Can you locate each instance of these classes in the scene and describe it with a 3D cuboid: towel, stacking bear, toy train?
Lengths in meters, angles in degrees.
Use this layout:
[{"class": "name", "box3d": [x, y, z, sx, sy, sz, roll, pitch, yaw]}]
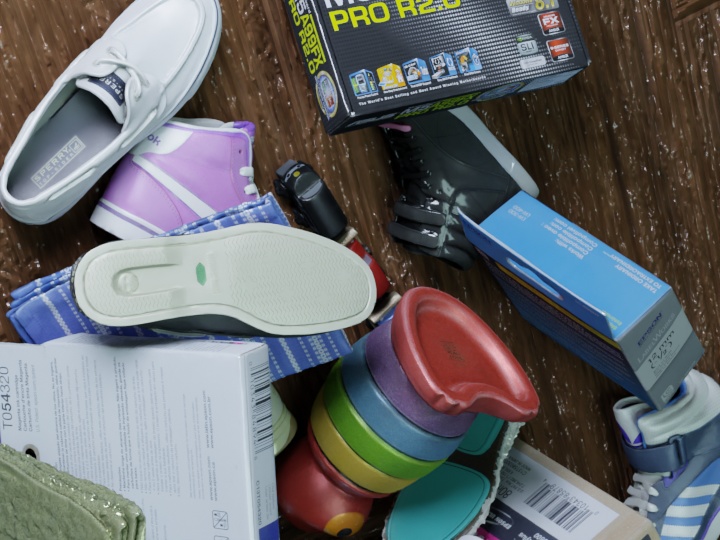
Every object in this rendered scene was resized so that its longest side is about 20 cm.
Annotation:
[{"class": "towel", "box3d": [-0.215, 0.192, 1.280, 0.036, 0.199, 0.150, -11, 113, -53]}, {"class": "stacking bear", "box3d": [0.011, 0.117, 1.413, 0.121, 0.114, 0.200, 10, 132, -46]}, {"class": "toy train", "box3d": [0.000, 0.000, 1.429, 0.034, 0.046, 0.200, -41, 122, -12]}, {"class": "towel", "box3d": [-0.122, 0.039, 1.326, 0.199, 0.024, 0.145, -21, 124, 9]}]

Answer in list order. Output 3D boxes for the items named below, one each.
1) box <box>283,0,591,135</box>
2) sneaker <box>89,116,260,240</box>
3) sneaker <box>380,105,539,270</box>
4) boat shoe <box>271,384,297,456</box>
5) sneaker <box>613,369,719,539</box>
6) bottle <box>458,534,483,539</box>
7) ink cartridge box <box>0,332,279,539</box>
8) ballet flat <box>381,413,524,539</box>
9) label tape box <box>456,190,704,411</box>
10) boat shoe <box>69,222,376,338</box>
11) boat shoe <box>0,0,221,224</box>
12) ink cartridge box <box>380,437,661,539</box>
[{"class": "box", "box3d": [0.046, -0.192, 1.353, 0.199, 0.044, 0.161, -14, 82, -26]}, {"class": "sneaker", "box3d": [-0.077, -0.037, 1.358, 0.200, 0.073, 0.115, 31, 86, -34]}, {"class": "sneaker", "box3d": [0.044, -0.071, 1.416, 0.200, 0.071, 0.100, 41, 79, -37]}, {"class": "boat shoe", "box3d": [-0.134, 0.147, 1.385, 0.200, 0.073, 0.063, -39, 113, -17]}, {"class": "sneaker", "box3d": [0.235, 0.173, 1.612, 0.146, 0.081, 0.200, 42, 87, -23]}, {"class": "bottle", "box3d": [0.029, 0.266, 1.351, 0.083, 0.065, 0.200, 40, 58, 7]}, {"class": "ink cartridge box", "box3d": [-0.146, 0.142, 1.290, 0.043, 0.199, 0.198, -20, 110, -59]}, {"class": "ballet flat", "box3d": [0.079, 0.157, 1.482, 0.072, 0.071, 0.200, 57, 49, -31]}, {"class": "label tape box", "box3d": [0.162, 0.011, 1.426, 0.066, 0.143, 0.200, -50, 151, -7]}, {"class": "boat shoe", "box3d": [-0.089, 0.008, 1.270, 0.198, 0.068, 0.072, 1, 83, -15]}, {"class": "boat shoe", "box3d": [-0.160, -0.111, 1.274, 0.073, 0.065, 0.201, 36, 84, -2]}, {"class": "ink cartridge box", "box3d": [0.117, 0.227, 1.479, 0.164, 0.200, 0.075, -39, 121, -15]}]
